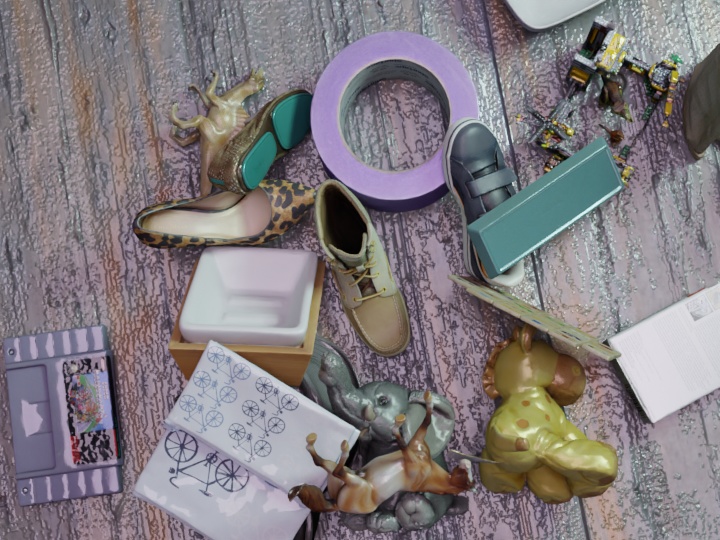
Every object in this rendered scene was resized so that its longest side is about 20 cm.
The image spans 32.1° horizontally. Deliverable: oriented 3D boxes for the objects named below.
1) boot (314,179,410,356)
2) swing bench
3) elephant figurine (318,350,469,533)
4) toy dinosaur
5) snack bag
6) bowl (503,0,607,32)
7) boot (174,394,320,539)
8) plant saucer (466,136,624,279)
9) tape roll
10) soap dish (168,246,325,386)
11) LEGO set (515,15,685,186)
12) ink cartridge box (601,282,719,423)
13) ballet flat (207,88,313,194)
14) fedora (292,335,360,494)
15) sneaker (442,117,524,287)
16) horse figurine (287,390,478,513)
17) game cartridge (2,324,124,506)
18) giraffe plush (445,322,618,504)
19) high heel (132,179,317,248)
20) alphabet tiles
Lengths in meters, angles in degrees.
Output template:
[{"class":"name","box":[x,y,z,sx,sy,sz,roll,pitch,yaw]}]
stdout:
[{"class":"boot","box":[0.000,0.000,1.429,0.071,0.155,0.202,-21,82,0]},{"class":"swing bench","box":[0.461,-0.173,1.405,0.199,0.199,0.130,32,86,7]},{"class":"elephant figurine","box":[0.039,0.186,1.407,0.140,0.155,0.202,-4,87,11]},{"class":"toy dinosaur","box":[-0.181,-0.166,1.509,0.100,0.058,0.202,21,85,4]},{"class":"snack bag","box":[-0.128,0.203,1.328,0.188,0.021,0.201,32,99,-1]},{"class":"bowl","box":[0.238,-0.397,1.508,0.199,0.075,0.201,-29,83,0]},{"class":"boot","box":[-0.132,0.237,1.379,0.172,0.069,0.202,3,100,5]},{"class":"plant saucer","box":[0.213,-0.070,1.402,0.199,0.019,0.070,-34,112,-15]},{"class":"tape roll","box":[0.041,-0.175,1.485,0.198,0.085,0.202,0,82,3]},{"class":"soap dish","box":[-0.123,0.051,1.419,0.156,0.201,0.082,2,120,2]},{"class":"LEGO set","box":[0.288,-0.196,1.457,0.153,0.116,0.201,37,87,7]},{"class":"ink cartridge box","box":[0.394,0.084,1.452,0.199,0.050,0.110,-27,82,-2]},{"class":"ballet flat","box":[-0.119,-0.156,1.464,0.065,0.200,0.071,2,122,27]},{"class":"fedora","box":[-0.084,0.168,1.445,0.175,0.090,0.202,4,83,3]},{"class":"sneaker","box":[0.151,-0.075,1.424,0.078,0.079,0.202,-25,117,-20]},{"class":"horse figurine","box":[0.018,0.207,1.302,0.198,0.133,0.050,-21,38,-9]},{"class":"game cartridge","box":[-0.352,0.171,1.489,0.128,0.038,0.202,-9,82,6]},{"class":"giraffe plush","box":[0.193,0.154,1.402,0.199,0.172,0.164,23,61,-25]},{"class":"high heel","box":[-0.155,-0.063,1.424,0.198,0.142,0.072,-14,85,21]},{"class":"alphabet tiles","box":[0.195,0.051,1.396,0.199,0.166,0.006,28,97,18]}]
